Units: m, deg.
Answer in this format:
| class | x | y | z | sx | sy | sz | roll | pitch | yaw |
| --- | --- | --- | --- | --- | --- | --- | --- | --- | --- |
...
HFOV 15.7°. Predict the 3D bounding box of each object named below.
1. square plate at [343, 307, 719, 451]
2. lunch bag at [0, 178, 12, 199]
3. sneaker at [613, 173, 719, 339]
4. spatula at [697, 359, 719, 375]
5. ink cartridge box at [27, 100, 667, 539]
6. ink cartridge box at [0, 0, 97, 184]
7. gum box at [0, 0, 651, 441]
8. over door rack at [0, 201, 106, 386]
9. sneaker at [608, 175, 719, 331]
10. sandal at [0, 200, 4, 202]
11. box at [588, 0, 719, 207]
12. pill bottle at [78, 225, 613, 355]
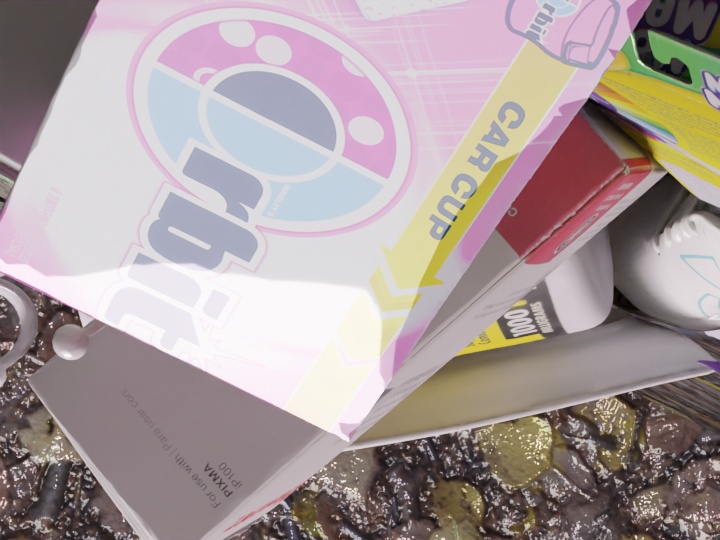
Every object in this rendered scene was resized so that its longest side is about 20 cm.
| class | x | y | z | sx | sy | sz | roll | pitch | yaw |
| --- | --- | --- | --- | --- | --- | --- | --- | --- | --- |
| square plate | 0.033 | 0.042 | 1.110 | 0.198 | 0.029 | 0.198 | -11 | -175 | -7 |
| lunch bag | -0.158 | -0.116 | 1.339 | 0.199 | 0.140 | 0.168 | 26 | 161 | -6 |
| sneaker | 0.181 | 0.013 | 1.116 | 0.112 | 0.072 | 0.200 | 32 | 172 | -33 |
| spatula | 0.230 | 0.043 | 0.998 | 0.198 | 0.021 | 0.057 | -2 | -170 | -12 |
| ink cartridge box | 0.000 | 0.000 | 0.884 | 0.083 | 0.200 | 0.146 | 50 | -169 | 5 |
| ink cartridge box | -0.070 | -0.086 | 0.850 | 0.084 | 0.147 | 0.200 | 28 | 177 | 5 |
| gum box | -0.008 | -0.057 | 0.655 | 0.113 | 0.066 | 0.200 | 26 | 136 | -6 |
| over door rack | -0.193 | -0.010 | 0.822 | 0.199 | 0.067 | 0.147 | 29 | 156 | -24 |
| sneaker | 0.151 | -0.017 | 0.996 | 0.080 | 0.071 | 0.200 | 37 | 165 | -32 |
| sandal | -0.181 | -0.051 | 0.983 | 0.199 | 0.048 | 0.075 | 19 | -179 | 15 |
| box | 0.125 | -0.049 | 0.785 | 0.117 | 0.049 | 0.200 | 26 | 179 | 29 |
| pill bottle | -0.008 | -0.015 | 1.017 | 0.199 | 0.113 | 0.112 | -12 | 167 | 12 |
